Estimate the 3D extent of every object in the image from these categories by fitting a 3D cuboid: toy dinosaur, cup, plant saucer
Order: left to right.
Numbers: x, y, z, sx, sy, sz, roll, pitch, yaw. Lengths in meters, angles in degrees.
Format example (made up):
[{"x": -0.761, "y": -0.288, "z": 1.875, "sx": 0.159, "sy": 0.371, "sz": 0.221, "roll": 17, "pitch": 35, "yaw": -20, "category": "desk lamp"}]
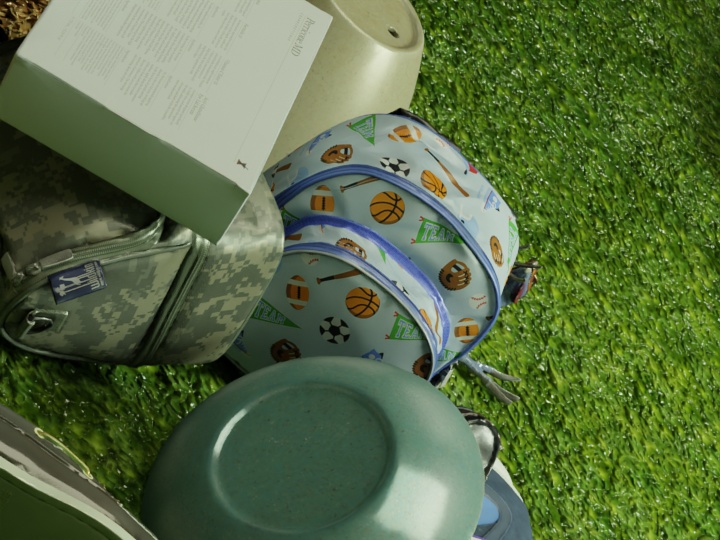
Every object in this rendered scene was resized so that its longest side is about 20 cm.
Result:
[{"x": -0.031, "y": 0.116, "z": 1.329, "sx": 0.039, "sy": 0.200, "sz": 0.202, "roll": 76, "pitch": 1, "yaw": -48, "category": "plant saucer"}, {"x": -0.037, "y": -0.148, "z": 1.677, "sx": 0.200, "sy": 0.143, "sz": 0.201, "roll": 33, "pitch": 31, "yaw": -24, "category": "cup"}, {"x": 0.060, "y": -0.003, "z": 1.693, "sx": 0.200, "sy": 0.105, "sz": 0.181, "roll": 38, "pitch": 7, "yaw": 8, "category": "toy dinosaur"}]

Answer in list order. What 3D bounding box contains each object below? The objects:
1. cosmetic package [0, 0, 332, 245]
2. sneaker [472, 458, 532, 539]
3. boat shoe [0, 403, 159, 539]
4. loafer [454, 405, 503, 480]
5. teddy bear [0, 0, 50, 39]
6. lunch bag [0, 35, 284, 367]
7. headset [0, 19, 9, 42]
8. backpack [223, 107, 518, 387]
[{"x": -0.111, "y": -0.122, "z": 1.367, "sx": 0.150, "sy": 0.052, "sz": 0.200, "roll": 29, "pitch": 38, "yaw": -6, "category": "cosmetic package"}, {"x": 0.023, "y": 0.138, "z": 1.483, "sx": 0.199, "sy": 0.081, "sz": 0.147, "roll": 28, "pitch": 25, "yaw": -24, "category": "sneaker"}, {"x": -0.170, "y": 0.120, "z": 1.245, "sx": 0.201, "sy": 0.072, "sz": 0.061, "roll": 36, "pitch": 35, "yaw": -14, "category": "boat shoe"}, {"x": 0.018, "y": 0.156, "z": 1.354, "sx": 0.200, "sy": 0.063, "sz": 0.072, "roll": -41, "pitch": 112, "yaw": -23, "category": "loafer"}, {"x": -0.218, "y": -0.185, "z": 1.579, "sx": 0.199, "sy": 0.067, "sz": 0.145, "roll": 24, "pitch": 27, "yaw": -24, "category": "teddy bear"}, {"x": -0.160, "y": -0.043, "z": 1.405, "sx": 0.167, "sy": 0.140, "sz": 0.201, "roll": -1, "pitch": 51, "yaw": -32, "category": "lunch bag"}, {"x": -0.246, "y": -0.178, "z": 1.473, "sx": 0.199, "sy": 0.124, "sz": 0.094, "roll": 17, "pitch": 28, "yaw": -14, "category": "headset"}, {"x": 0.000, "y": 0.000, "z": 1.495, "sx": 0.200, "sy": 0.190, "sz": 0.154, "roll": 38, "pitch": 31, "yaw": -18, "category": "backpack"}]
